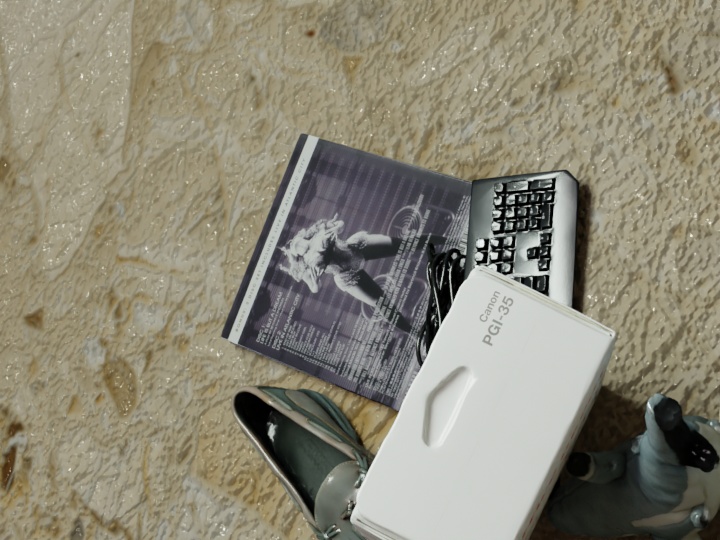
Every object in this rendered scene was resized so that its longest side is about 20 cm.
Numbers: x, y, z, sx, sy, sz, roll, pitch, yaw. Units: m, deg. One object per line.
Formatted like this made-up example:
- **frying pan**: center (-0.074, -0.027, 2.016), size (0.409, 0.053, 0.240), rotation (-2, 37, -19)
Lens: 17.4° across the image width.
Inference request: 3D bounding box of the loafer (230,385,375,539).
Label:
- **loafer**: center (-0.017, 0.133, 1.425), size (0.072, 0.063, 0.200), rotation (-58, 42, 9)

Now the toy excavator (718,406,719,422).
- **toy excavator**: center (0.263, 0.096, 1.137), size (0.200, 0.100, 0.195), rotation (-39, 46, 39)

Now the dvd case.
- **dvd case**: center (0.000, 0.000, 1.504), size (0.200, 0.016, 0.149), rotation (19, 87, 48)

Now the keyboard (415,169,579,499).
- **keyboard**: center (0.072, 0.037, 1.382), size (0.104, 0.040, 0.200), rotation (-8, 68, 36)

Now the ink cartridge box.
- **ink cartridge box**: center (0.066, 0.093, 1.243), size (0.083, 0.200, 0.147), rotation (26, 83, 8)

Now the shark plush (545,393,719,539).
- **shark plush**: center (0.142, 0.111, 1.195), size (0.083, 0.200, 0.091), rotation (5, 82, 2)
